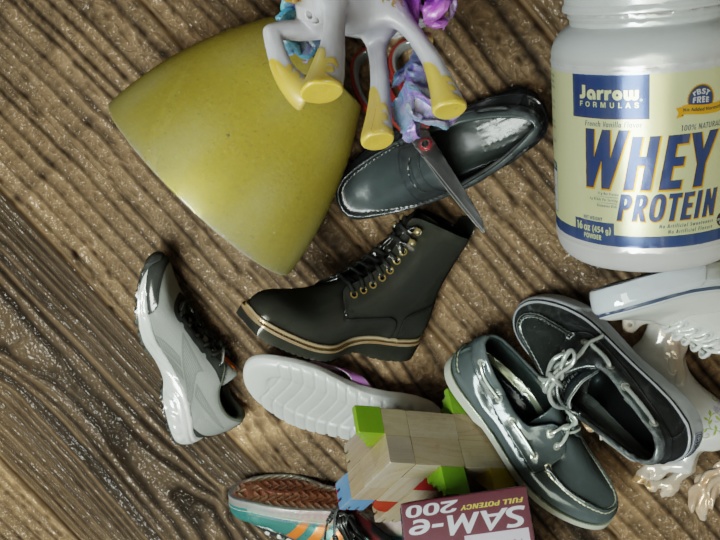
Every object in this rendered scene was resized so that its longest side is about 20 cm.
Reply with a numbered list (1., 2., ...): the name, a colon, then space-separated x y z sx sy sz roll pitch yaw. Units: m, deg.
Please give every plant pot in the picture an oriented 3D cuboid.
1. plant pot: -0.082 -0.118 0.761 0.200 0.200 0.142 44 97 -5

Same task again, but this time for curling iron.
1. curling iron: 0.032 0.284 0.896 0.025 0.050 0.200 -5 141 47

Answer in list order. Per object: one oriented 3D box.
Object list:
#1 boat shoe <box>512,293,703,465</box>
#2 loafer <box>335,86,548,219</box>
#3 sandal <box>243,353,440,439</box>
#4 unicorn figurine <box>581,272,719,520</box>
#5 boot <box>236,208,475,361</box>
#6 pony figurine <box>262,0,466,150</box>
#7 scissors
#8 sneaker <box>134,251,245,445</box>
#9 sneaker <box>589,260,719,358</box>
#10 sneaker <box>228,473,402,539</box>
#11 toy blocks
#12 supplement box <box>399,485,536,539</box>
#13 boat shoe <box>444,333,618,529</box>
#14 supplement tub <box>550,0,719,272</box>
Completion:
1. boat shoe: 0.184 0.089 0.768 0.200 0.067 0.074 49 132 38
2. loafer: 0.062 -0.095 0.784 0.198 0.070 0.069 -23 104 21
3. sandal: -0.017 0.121 0.899 0.200 0.050 0.083 20 129 -8
4. unicorn figurine: 0.259 0.104 0.809 0.200 0.074 0.137 44 105 -1
5. boot: 0.000 0.000 0.789 0.077 0.198 0.140 43 114 35
6. pony figurine: 0.010 -0.189 0.666 0.190 0.203 0.167 2 151 -29
7. scissors: 0.042 -0.106 0.755 0.072 0.014 0.203 -19 66 9
8. sneaker: -0.166 0.073 0.910 0.078 0.074 0.203 -10 113 7
9. sneaker: 0.268 0.032 0.726 0.197 0.073 0.072 -4 82 -23
10. sneaker: -0.040 0.262 0.940 0.197 0.071 0.081 7 107 10
11. toy blocks: 0.056 0.185 0.857 0.197 0.101 0.137 9 142 -27
12. supplement box: 0.102 0.241 0.824 0.107 0.200 0.062 -10 67 7
13. boat shoe: 0.157 0.139 0.816 0.200 0.073 0.062 48 137 10
14. supplement tub: 0.216 -0.115 0.698 0.143 0.145 0.203 -1 110 14
